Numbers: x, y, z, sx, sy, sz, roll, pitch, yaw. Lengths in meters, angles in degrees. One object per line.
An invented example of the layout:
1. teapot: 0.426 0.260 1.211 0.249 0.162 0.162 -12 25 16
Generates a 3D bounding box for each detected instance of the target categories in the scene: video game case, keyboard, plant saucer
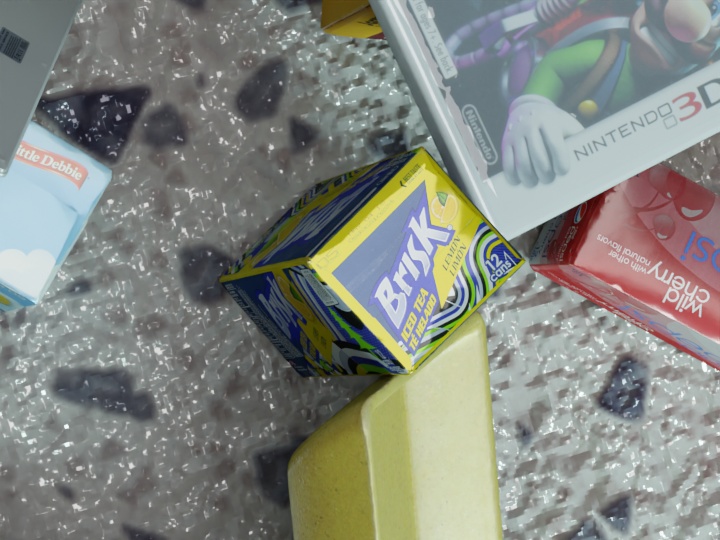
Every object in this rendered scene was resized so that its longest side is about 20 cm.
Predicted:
1. video game case: 0.089 -0.138 1.108 0.181 0.023 0.201 -27 95 -14
2. keyboard: -0.153 -0.097 1.109 0.056 0.200 0.011 36 115 -14
3. plant saucer: 0.017 0.132 1.138 0.048 0.200 0.201 -3 99 16

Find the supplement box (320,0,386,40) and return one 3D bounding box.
1. supplement box: 0.097 -0.202 1.193 0.196 0.133 0.201 5 87 -14

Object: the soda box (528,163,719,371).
1. soda box: 0.182 0.015 1.240 0.199 0.070 0.064 27 83 -12

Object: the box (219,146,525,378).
1. box: 0.000 0.000 1.127 0.070 0.200 0.064 -44 98 -11

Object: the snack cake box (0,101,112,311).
1. snack cake box: -0.212 -0.061 1.119 0.200 0.115 0.067 31 81 -11
